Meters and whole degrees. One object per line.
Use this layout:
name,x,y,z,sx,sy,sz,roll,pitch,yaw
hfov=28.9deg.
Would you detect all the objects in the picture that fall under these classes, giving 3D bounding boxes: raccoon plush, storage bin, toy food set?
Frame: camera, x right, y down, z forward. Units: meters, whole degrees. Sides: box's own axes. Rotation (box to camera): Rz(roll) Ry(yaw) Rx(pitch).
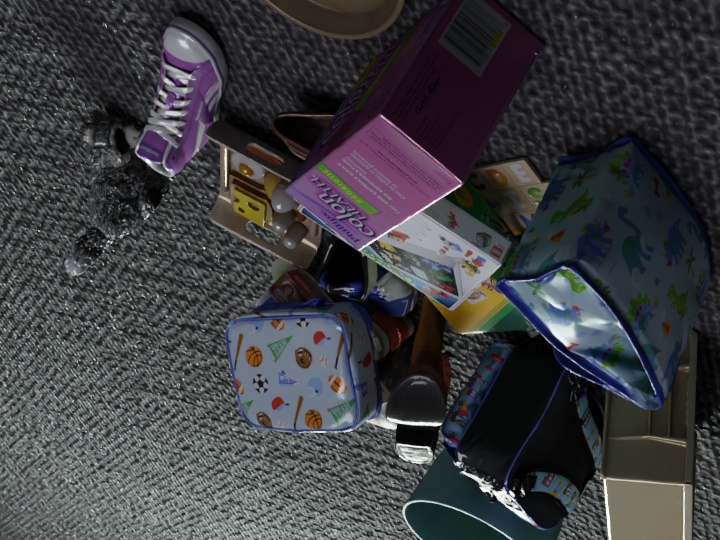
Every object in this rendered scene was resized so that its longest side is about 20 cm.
raccoon plush,-0.330,-0.098,1.714,0.134,0.200,0.097,43,-179,-19
storage bin,0.315,0.191,1.506,0.093,0.200,0.201,2,143,15
toy food set,-0.116,-0.082,1.633,0.143,0.061,0.200,28,153,9

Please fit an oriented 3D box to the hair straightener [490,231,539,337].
hair straightener,0.199,0.032,1.477,0.041,0.077,0.200,-4,140,48

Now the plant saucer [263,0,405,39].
plant saucer,-0.042,-0.296,1.275,0.199,0.030,0.201,24,150,14

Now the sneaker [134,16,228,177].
sneaker,-0.201,-0.177,1.524,0.072,0.115,0.201,26,149,14

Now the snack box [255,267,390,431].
snack box,-0.045,0.096,1.707,0.200,0.024,0.072,53,129,8

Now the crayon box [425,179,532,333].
crayon box,0.106,-0.018,1.510,0.118,0.058,0.200,-7,133,48

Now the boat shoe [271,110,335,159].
boat shoe,-0.004,-0.126,1.435,0.199,0.073,0.072,23,-179,28

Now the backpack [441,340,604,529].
backpack,0.205,0.202,1.657,0.134,0.183,0.200,21,162,35

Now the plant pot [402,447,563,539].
plant pot,0.177,0.289,1.812,0.200,0.161,0.201,24,153,13

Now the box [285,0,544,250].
box,0.046,-0.138,1.278,0.096,0.176,0.200,38,151,-11

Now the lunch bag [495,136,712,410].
lunch bag,0.246,0.007,1.312,0.200,0.171,0.127,43,149,-22

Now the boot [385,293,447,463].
boot,0.081,0.091,1.583,0.068,0.201,0.189,4,148,12

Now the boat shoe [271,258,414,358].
boat shoe,-0.025,0.038,1.726,0.199,0.062,0.072,32,135,27

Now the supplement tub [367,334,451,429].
supplement tub,0.007,0.127,1.775,0.199,0.123,0.123,15,147,27

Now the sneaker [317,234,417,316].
sneaker,0.000,0.000,1.595,0.080,0.115,0.200,18,148,25

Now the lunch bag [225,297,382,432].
lunch bag,-0.064,0.110,1.664,0.199,0.075,0.162,-4,99,35

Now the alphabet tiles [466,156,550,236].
alphabet tiles,0.168,-0.050,1.468,0.199,0.008,0.167,-6,133,49

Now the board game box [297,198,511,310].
board game box,0.042,-0.045,1.430,0.199,0.035,0.126,33,149,-5
